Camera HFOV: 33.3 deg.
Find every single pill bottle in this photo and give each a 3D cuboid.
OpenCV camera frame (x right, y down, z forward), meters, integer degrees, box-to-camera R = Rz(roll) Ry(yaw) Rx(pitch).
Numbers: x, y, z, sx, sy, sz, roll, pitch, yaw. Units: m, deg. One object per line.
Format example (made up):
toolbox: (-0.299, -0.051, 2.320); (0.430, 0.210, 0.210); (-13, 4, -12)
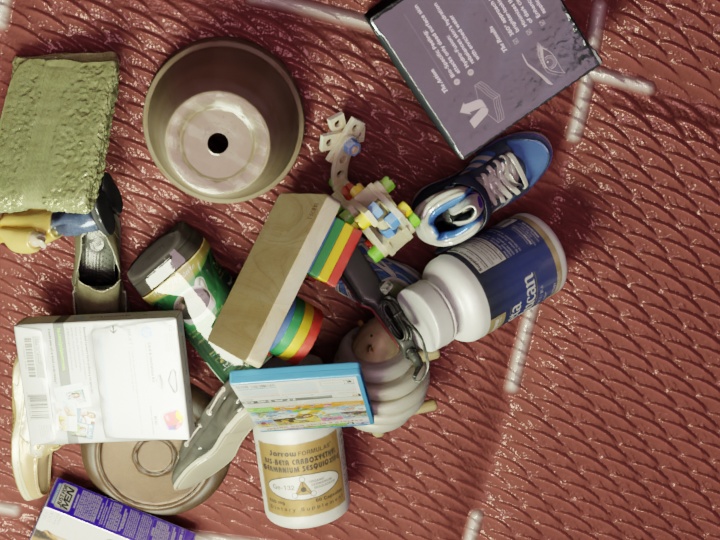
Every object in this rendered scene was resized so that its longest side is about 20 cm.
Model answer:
pill bottle: (0.145, 0.018, 1.460); (0.199, 0.111, 0.112); (-28, 108, -26)
pill bottle: (-0.079, 0.216, 1.539); (0.113, 0.114, 0.202); (-7, 106, -2)

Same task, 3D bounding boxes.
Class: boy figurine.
boy figurine: (-0.385, -0.070, 1.442); (0.198, 0.125, 0.065); (-5, 132, 15)

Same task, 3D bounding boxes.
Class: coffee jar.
coffee jar: (-0.192, 0.040, 1.496); (0.104, 0.085, 0.200); (-38, 106, 10)

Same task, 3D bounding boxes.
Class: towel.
towel: (-0.354, -0.161, 1.400); (0.147, 0.036, 0.202); (2, 74, 17)

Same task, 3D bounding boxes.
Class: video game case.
video game case: (-0.062, 0.147, 1.377); (0.142, 0.200, 0.018); (-5, 67, 3)

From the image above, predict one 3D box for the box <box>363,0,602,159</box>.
box: (0.139, -0.273, 1.413); (0.199, 0.118, 0.197); (-34, 105, 5)

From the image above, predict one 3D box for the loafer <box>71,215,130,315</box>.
loafer: (-0.328, 0.023, 1.491); (0.075, 0.070, 0.202); (-4, 106, -3)

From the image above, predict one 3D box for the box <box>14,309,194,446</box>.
box: (-0.309, 0.131, 1.461); (0.198, 0.041, 0.157); (-3, 104, 5)

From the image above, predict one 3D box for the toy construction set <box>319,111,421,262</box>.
toy construction set: (0.001, -0.091, 1.434); (0.092, 0.201, 0.131); (-31, 139, 6)

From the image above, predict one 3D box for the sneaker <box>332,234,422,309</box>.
sneaker: (0.000, 0.000, 1.502); (0.199, 0.077, 0.076); (23, 105, -8)

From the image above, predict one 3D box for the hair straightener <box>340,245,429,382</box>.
hair straightener: (0.022, 0.042, 1.419); (0.041, 0.077, 0.201); (-27, 76, -12)

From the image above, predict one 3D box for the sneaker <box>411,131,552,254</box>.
sneaker: (0.153, -0.092, 1.449); (0.199, 0.147, 0.081); (-27, 106, 4)

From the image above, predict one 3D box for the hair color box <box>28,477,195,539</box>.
hair color box: (-0.330, 0.363, 1.579); (0.199, 0.065, 0.110); (25, 119, -8)

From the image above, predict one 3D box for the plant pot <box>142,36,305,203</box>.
plant pot: (-0.161, -0.161, 1.397); (0.198, 0.174, 0.202); (-1, 107, -4)

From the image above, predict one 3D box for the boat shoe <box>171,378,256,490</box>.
boat shoe: (-0.183, 0.204, 1.516); (0.067, 0.057, 0.200); (-2, 143, -46)

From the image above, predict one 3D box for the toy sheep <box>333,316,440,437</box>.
toy sheep: (0.028, 0.138, 1.519); (0.137, 0.138, 0.201); (-4, 125, -3)

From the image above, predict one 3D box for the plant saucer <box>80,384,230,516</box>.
plant saucer: (-0.268, 0.237, 1.577); (0.198, 0.032, 0.202); (-1, 105, -3)

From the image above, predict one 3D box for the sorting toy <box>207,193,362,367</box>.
sorting toy: (-0.082, 0.016, 1.376); (0.069, 0.200, 0.200); (28, 84, -19)

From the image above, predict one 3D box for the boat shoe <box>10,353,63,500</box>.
boat shoe: (-0.403, 0.199, 1.534); (0.069, 0.074, 0.202); (2, 105, 2)
